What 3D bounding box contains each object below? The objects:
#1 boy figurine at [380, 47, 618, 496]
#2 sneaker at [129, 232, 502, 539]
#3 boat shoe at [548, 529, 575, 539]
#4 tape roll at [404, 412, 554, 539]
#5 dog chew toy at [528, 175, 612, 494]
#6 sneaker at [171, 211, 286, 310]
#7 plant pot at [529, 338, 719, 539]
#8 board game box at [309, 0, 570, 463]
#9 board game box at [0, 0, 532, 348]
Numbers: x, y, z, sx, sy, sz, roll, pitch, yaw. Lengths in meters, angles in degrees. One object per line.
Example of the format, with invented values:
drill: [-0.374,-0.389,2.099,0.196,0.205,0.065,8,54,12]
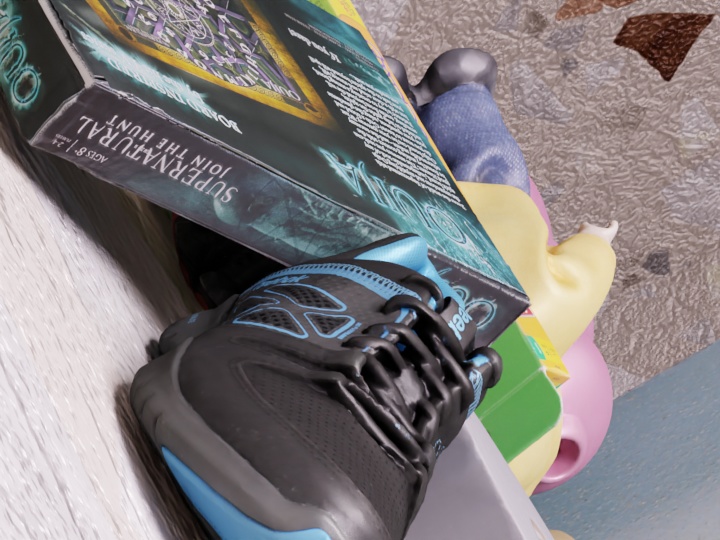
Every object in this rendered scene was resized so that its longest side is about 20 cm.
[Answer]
boy figurine: [0.044,0.004,1.035,0.065,0.124,0.201,99,-19,-53]
sneaker: [-0.008,0.030,0.672,0.073,0.082,0.200,58,3,-14]
boat shoe: [0.093,0.172,0.901,0.200,0.066,0.074,61,-37,17]
tape roll: [0.048,0.133,0.769,0.201,0.066,0.200,59,2,-3]
dog chew toy: [0.042,0.022,1.132,0.125,0.124,0.200,57,-1,-41]
sneaker: [-0.033,-0.029,0.936,0.201,0.071,0.098,60,5,39]
plant pot: [0.182,0.161,1.111,0.197,0.195,0.200,60,2,-22]
board game box: [0.000,0.000,0.986,0.030,0.095,0.200,17,38,-53]
board game box: [-0.043,-0.056,0.784,0.200,0.028,0.135,26,26,-47]
